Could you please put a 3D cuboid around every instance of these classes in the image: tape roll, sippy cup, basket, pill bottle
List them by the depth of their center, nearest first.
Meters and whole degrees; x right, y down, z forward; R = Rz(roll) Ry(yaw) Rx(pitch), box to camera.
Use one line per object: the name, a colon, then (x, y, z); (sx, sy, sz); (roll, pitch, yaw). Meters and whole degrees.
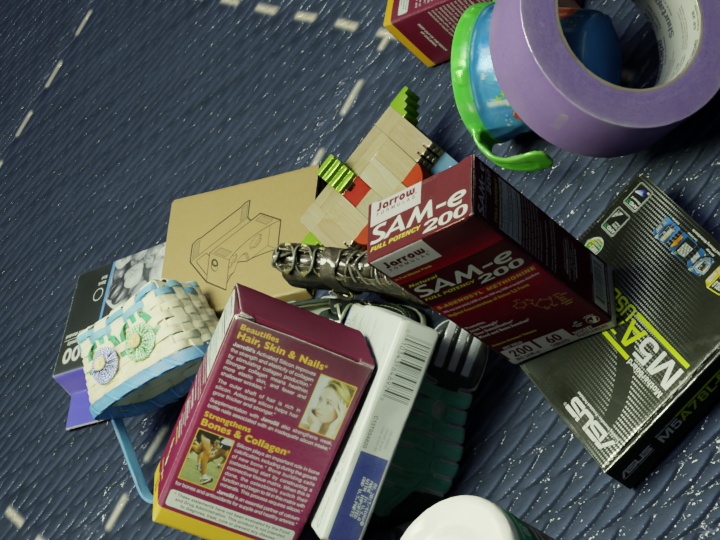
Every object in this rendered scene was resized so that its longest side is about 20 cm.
pill bottle: (0.120, 0.248, 1.021); (0.113, 0.200, 0.114); (-25, 49, 32)
tape roll: (0.217, -0.206, 1.225); (0.085, 0.198, 0.202); (136, 155, -70)
sippy cup: (0.173, -0.191, 1.334); (0.129, 0.139, 0.180); (0, 105, 34)
basket: (-0.204, 0.125, 1.496); (0.176, 0.139, 0.201); (-35, 79, 22)

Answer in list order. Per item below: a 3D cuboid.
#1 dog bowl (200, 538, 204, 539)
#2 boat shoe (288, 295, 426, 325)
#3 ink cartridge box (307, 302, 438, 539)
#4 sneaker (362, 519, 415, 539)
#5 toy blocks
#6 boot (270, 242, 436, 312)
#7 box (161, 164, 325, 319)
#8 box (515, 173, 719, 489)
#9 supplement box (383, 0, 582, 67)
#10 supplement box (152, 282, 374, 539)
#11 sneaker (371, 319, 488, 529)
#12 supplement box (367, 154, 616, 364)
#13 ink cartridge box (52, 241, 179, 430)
dog bowl: (-0.092, 0.176, 1.366); (0.112, 0.049, 0.201); (104, -172, -77)
boat shoe: (-0.024, 0.062, 1.403); (0.199, 0.060, 0.076); (-13, 55, 40)
ink cartridge box: (-0.003, 0.132, 1.269); (0.200, 0.040, 0.201); (-163, 94, -77)
sneaker: (-0.011, 0.266, 1.233); (0.199, 0.082, 0.071); (-34, 41, 24)
toy blocks: (0.034, -0.064, 1.420); (0.200, 0.100, 0.137); (-51, 51, 7)
boot: (0.000, 0.000, 1.294); (0.172, 0.200, 0.070); (7, 78, 14)
box: (-0.134, -0.025, 1.574); (0.198, 0.021, 0.165); (-12, 56, 25)
box: (0.228, 0.045, 1.172); (0.193, 0.047, 0.200); (-46, 40, 10)
supplement box: (0.131, -0.306, 1.477); (0.199, 0.085, 0.111); (-15, 54, 39)
supplement box: (-0.089, 0.133, 1.234); (0.103, 0.130, 0.201); (-113, 47, -74)
sneaker: (0.064, 0.137, 1.279); (0.088, 0.074, 0.201); (-62, -4, -83)
supplement box: (0.108, -0.004, 1.137); (0.108, 0.199, 0.061); (-25, 48, 34)
ink cartridge box: (-0.277, 0.074, 1.664); (0.197, 0.043, 0.202); (-18, 53, 35)
